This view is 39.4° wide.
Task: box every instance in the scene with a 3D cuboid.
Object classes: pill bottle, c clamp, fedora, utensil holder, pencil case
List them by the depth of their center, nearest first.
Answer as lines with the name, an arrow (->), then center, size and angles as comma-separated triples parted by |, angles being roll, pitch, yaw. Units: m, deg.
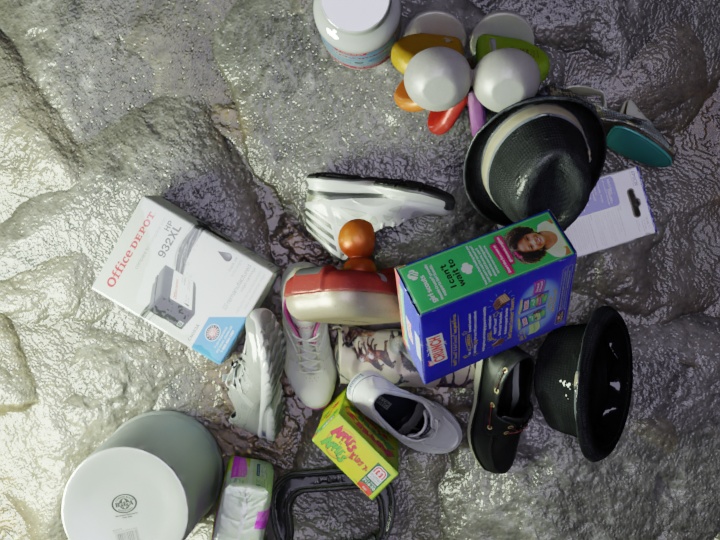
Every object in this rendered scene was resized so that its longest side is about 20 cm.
fedora -> 0.221, -0.109, 1.220 | 0.200, 0.092, 0.201 | -5, 133, -5
pill bottle -> -0.002, -0.318, 1.253 | 0.109, 0.200, 0.109 | 0, 93, 3
utensil holder -> -0.277, 0.280, 1.294 | 0.170, 0.200, 0.170 | 0, 92, 2
fedora -> 0.284, 0.143, 1.307 | 0.091, 0.200, 0.201 | 5, 94, 35
pencil case -> 0.059, 0.110, 1.333 | 0.200, 0.078, 0.090 | 1, 88, 2
c clamp -> -0.045, 0.354, 1.378 | 0.200, 0.027, 0.171 | -11, 87, 4

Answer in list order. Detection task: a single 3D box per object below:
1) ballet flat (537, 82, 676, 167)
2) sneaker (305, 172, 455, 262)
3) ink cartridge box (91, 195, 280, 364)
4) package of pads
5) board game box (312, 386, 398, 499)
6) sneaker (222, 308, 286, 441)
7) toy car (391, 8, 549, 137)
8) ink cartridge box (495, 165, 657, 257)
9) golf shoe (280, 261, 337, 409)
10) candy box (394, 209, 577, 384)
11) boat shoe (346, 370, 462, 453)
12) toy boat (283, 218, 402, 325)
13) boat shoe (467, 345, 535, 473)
ballet flat -> 0.325, -0.199, 1.316 | 0.200, 0.072, 0.072 | 20, 93, 0
sneaker -> 0.023, -0.064, 1.338 | 0.200, 0.076, 0.116 | 7, 102, 10
ink cartridge box -> -0.229, 0.011, 1.336 | 0.200, 0.084, 0.145 | 31, 94, 1
package of pads -> -0.163, 0.356, 1.316 | 0.068, 0.155, 0.200 | 11, 93, -6
board game box -> -0.002, 0.214, 1.279 | 0.048, 0.200, 0.102 | -45, 91, 3
sneaker -> -0.145, 0.139, 1.317 | 0.082, 0.075, 0.200 | 8, 119, 10
toy car -> 0.138, -0.240, 1.288 | 0.200, 0.175, 0.150 | 1, 127, 2
ink cartridge box -> 0.283, -0.066, 1.337 | 0.200, 0.037, 0.095 | -17, 91, 5
golf shoe -> -0.074, 0.090, 1.332 | 0.075, 0.092, 0.200 | -9, 94, 1
candy box -> 0.148, 0.034, 1.204 | 0.200, 0.169, 0.077 | -22, 58, -9
boat shoe -> 0.067, 0.197, 1.300 | 0.200, 0.065, 0.074 | 28, 93, -34
toy boat -> 0.000, 0.000, 1.263 | 0.130, 0.200, 0.131 | -7, 81, 40
boat shoe -> 0.186, 0.186, 1.308 | 0.074, 0.063, 0.202 | -18, 121, -34
